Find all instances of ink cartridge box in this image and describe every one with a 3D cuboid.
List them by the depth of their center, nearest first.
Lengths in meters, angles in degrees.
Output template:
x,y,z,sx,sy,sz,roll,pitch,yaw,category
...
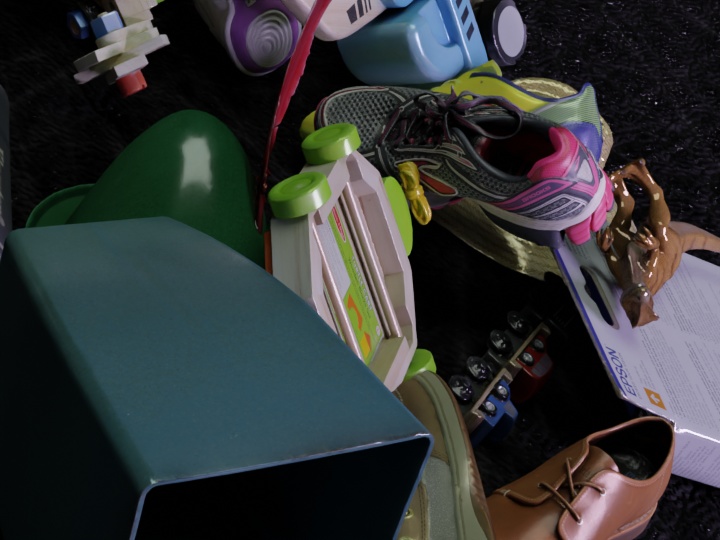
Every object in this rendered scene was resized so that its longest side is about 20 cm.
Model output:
x,y,z,sx,sy,sz,roll,pitch,yaw,category
0.189,0.049,1.127,0.199,0.041,0.201,21,32,-30,ink cartridge box

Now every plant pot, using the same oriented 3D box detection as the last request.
x,y,z,sx,sy,sz,roll,pitch,yaw,category
-0.093,0.072,0.831,0.140,0.142,0.200,-7,40,-34,plant pot

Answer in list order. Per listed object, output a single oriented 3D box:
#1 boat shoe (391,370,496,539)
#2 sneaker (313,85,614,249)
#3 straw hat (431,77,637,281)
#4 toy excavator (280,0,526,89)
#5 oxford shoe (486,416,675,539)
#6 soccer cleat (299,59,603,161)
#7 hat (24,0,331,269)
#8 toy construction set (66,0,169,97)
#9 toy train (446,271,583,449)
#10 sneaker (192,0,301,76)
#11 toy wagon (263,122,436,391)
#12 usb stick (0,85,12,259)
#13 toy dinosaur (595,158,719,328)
x,y,z,sx,sy,sz,roll,pitch,yaw,category
0.028,0.120,0.874,0.066,0.075,0.201,-13,32,-1,boat shoe
0.057,-0.079,1.102,0.198,0.081,0.075,15,-20,30,sneaker
0.121,-0.083,1.257,0.199,0.086,0.202,18,32,-12,straw hat
0.013,-0.181,1.253,0.099,0.196,0.200,0,34,35,toy excavator
0.098,0.126,0.953,0.071,0.072,0.199,40,41,19,oxford shoe
0.059,-0.095,1.189,0.198,0.085,0.065,6,-4,14,soccer cleat
-0.082,-0.067,1.001,0.164,0.177,0.201,12,34,-22,hat
-0.163,-0.208,1.172,0.091,0.131,0.202,-11,89,-30,toy construction set
0.091,0.055,1.090,0.046,0.034,0.200,43,33,4,toy train
-0.102,-0.225,1.233,0.074,0.201,0.100,-29,47,-15,sneaker
0.000,0.000,1.009,0.039,0.157,0.200,-11,23,19,toy wagon
-0.211,-0.048,1.006,0.032,0.056,0.201,-18,40,4,usb stick
0.181,-0.016,1.132,0.200,0.060,0.107,-32,96,-56,toy dinosaur
